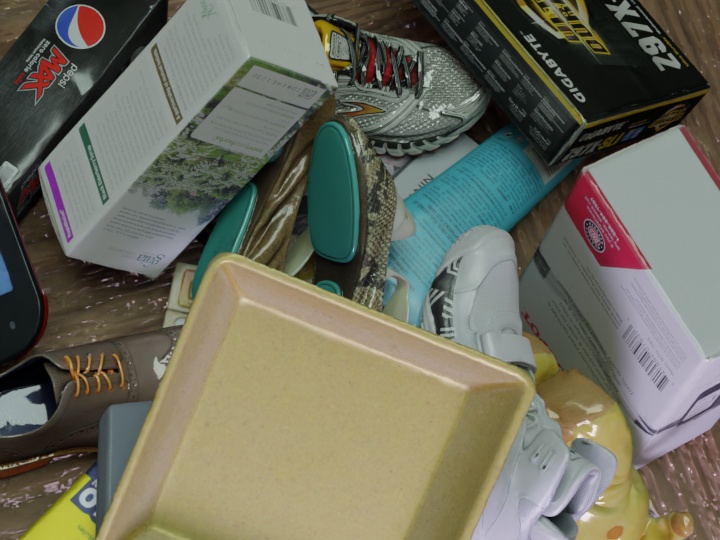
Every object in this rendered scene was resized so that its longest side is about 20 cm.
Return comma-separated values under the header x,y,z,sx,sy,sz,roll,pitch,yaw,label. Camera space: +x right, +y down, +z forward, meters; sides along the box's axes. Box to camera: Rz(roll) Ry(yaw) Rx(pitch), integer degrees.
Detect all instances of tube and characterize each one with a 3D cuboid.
x,y,z,sx,sy,sz,roll,pitch,yaw,label
0.074,-0.043,1.701,0.077,0.050,0.200,45,60,11,tube

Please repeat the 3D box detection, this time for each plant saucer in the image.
x,y,z,sx,sy,sz,roll,pitch,yaw,label
-0.029,0.110,1.447,0.199,0.048,0.201,22,99,-9,plant saucer

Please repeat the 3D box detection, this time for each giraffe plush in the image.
x,y,z,sx,sy,sz,roll,pitch,yaw,label
0.091,0.154,1.599,0.162,0.172,0.200,-43,113,-11,giraffe plush

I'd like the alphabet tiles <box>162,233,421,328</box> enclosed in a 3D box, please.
x,y,z,sx,sy,sz,roll,pitch,yaw,label
-0.053,0.072,1.656,0.165,0.006,0.201,10,74,2,alphabet tiles

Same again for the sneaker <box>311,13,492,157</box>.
x,y,z,sx,sy,sz,roll,pitch,yaw,label
-0.007,-0.126,1.696,0.199,0.082,0.078,1,66,-8,sneaker

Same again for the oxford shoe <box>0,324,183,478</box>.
x,y,z,sx,sy,sz,roll,pitch,yaw,label
-0.169,0.078,1.610,0.199,0.073,0.072,-21,72,-9,oxford shoe

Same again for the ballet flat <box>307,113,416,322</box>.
x,y,z,sx,sy,sz,roll,pitch,yaw,label
0.000,0.000,1.621,0.075,0.068,0.201,-1,101,-34,ballet flat

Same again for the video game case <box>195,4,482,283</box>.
x,y,z,sx,sy,sz,roll,pitch,yaw,label
-0.047,-0.081,1.730,0.200,0.026,0.181,39,68,9,video game case

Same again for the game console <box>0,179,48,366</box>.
x,y,z,sx,sy,sz,roll,pitch,yaw,label
-0.304,-0.016,1.615,0.176,0.031,0.201,-21,86,2,game console

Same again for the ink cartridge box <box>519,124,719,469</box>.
x,y,z,sx,sy,sz,roll,pitch,yaw,label
0.184,0.023,1.624,0.083,0.200,0.146,-26,73,-21,ink cartridge box

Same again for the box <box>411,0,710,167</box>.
x,y,z,sx,sy,sz,roll,pitch,yaw,label
0.126,-0.171,1.736,0.159,0.049,0.200,-16,62,-50,box

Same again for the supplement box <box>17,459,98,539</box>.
x,y,z,sx,sy,sz,roll,pitch,yaw,label
-0.188,0.232,1.532,0.109,0.110,0.200,40,68,10,supplement box

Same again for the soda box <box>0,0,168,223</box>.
x,y,z,sx,sy,sz,roll,pitch,yaw,label
-0.207,-0.120,1.699,0.063,0.071,0.200,32,66,8,soda box

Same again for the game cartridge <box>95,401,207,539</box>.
x,y,z,sx,sy,sz,roll,pitch,yaw,label
-0.062,0.145,1.526,0.199,0.042,0.134,13,43,-17,game cartridge

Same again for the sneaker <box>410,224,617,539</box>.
x,y,z,sx,sy,sz,roll,pitch,yaw,label
0.093,0.077,1.491,0.114,0.075,0.201,7,87,33,sneaker

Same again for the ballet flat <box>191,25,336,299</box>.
x,y,z,sx,sy,sz,roll,pitch,yaw,label
-0.047,-0.058,1.645,0.072,0.068,0.201,17,90,-32,ballet flat

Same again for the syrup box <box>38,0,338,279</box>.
x,y,z,sx,sy,sz,roll,pitch,yaw,label
-0.112,-0.090,1.610,0.078,0.200,0.082,15,42,-42,syrup box
